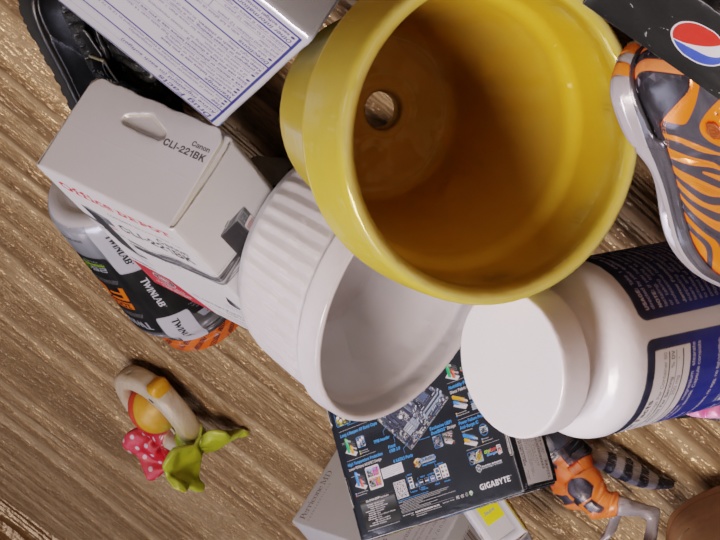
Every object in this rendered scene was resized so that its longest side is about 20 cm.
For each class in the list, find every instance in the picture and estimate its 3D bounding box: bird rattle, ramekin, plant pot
[{"bbox_3d":[-0.229,0.174,2.187,0.200,0.112,0.164,21,146,59],"label":"bird rattle"},{"bbox_3d":[0.000,0.000,1.367,0.105,0.200,0.201,29,158,33],"label":"ramekin"},{"bbox_3d":[0.042,-0.093,1.150,0.201,0.201,0.189,45,171,-24],"label":"plant pot"}]

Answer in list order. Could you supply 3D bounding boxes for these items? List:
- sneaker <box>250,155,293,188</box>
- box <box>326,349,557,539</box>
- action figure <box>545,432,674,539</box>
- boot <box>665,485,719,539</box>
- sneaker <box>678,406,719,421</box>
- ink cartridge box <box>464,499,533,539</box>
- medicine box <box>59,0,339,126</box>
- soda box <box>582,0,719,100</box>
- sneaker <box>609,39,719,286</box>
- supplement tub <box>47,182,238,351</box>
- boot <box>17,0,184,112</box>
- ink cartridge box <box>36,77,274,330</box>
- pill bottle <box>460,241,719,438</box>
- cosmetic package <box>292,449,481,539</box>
[{"bbox_3d":[-0.038,-0.022,1.552,0.083,0.081,0.201,26,150,54],"label":"sneaker"},{"bbox_3d":[0.058,0.126,1.534,0.199,0.046,0.160,-26,76,44],"label":"box"},{"bbox_3d":[0.169,0.156,1.618,0.193,0.105,0.200,44,-179,-5],"label":"action figure"},{"bbox_3d":[0.300,0.261,1.538,0.199,0.070,0.146,-30,126,18],"label":"boot"},{"bbox_3d":[0.248,0.081,1.369,0.095,0.080,0.199,26,167,-33],"label":"sneaker"},{"bbox_3d":[0.088,0.176,1.685,0.201,0.047,0.198,57,-179,15],"label":"ink cartridge box"},{"bbox_3d":[-0.110,-0.211,1.206,0.182,0.103,0.200,38,157,-11],"label":"medicine box"},{"bbox_3d":[0.223,-0.123,0.986,0.199,0.064,0.071,34,157,-2],"label":"soda box"},{"bbox_3d":[0.232,-0.054,1.091,0.112,0.078,0.200,8,146,48],"label":"sneaker"},{"bbox_3d":[-0.182,-0.023,1.650,0.122,0.123,0.200,15,150,38],"label":"supplement tub"},{"bbox_3d":[-0.164,-0.151,1.429,0.157,0.080,0.211,12,149,41],"label":"boot"},{"bbox_3d":[-0.129,-0.043,1.392,0.144,0.084,0.200,25,164,32],"label":"ink cartridge box"},{"bbox_3d":[0.168,0.045,1.195,0.115,0.199,0.117,13,107,49],"label":"pill bottle"},{"bbox_3d":[0.040,0.261,1.932,0.199,0.113,0.081,9,148,41],"label":"cosmetic package"}]
